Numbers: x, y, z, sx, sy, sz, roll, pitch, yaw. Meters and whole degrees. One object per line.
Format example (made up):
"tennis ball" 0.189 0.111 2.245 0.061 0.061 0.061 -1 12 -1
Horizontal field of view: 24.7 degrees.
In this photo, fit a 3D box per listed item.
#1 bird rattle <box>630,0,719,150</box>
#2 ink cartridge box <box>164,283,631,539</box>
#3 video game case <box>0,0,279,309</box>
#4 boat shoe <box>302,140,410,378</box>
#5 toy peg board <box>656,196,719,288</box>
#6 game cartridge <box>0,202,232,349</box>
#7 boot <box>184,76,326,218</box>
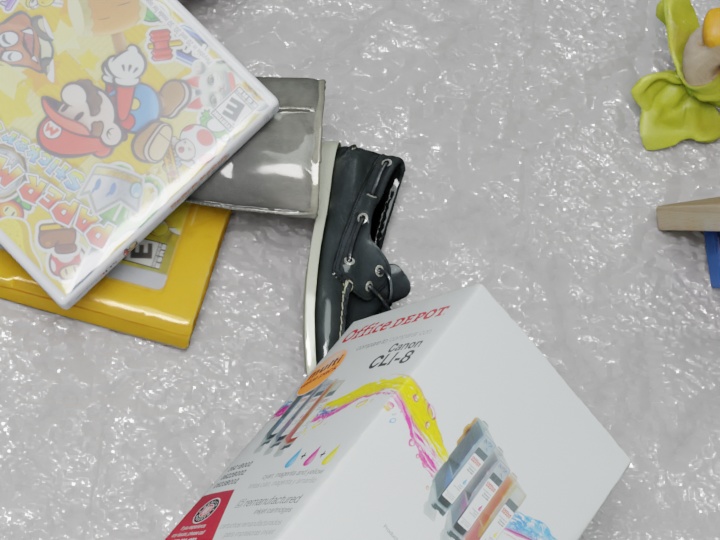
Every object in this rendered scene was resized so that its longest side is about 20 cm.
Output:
"bird rattle" 0.295 -0.133 1.155 0.199 0.163 0.113 14 76 7
"ink cartridge box" 0.020 0.132 0.919 0.145 0.145 0.200 50 59 -14
"video game case" -0.182 -0.108 1.006 0.182 0.023 0.200 -44 82 -9
"boat shoe" 0.000 0.001 1.058 0.066 0.075 0.200 2 50 3
"toy peg board" 0.324 -0.010 1.077 0.198 0.200 0.098 -9 92 -7
"game cartridge" -0.184 -0.053 1.076 0.199 0.032 0.177 16 59 -3
"boot" -0.122 -0.116 1.053 0.199 0.073 0.183 -4 73 4
